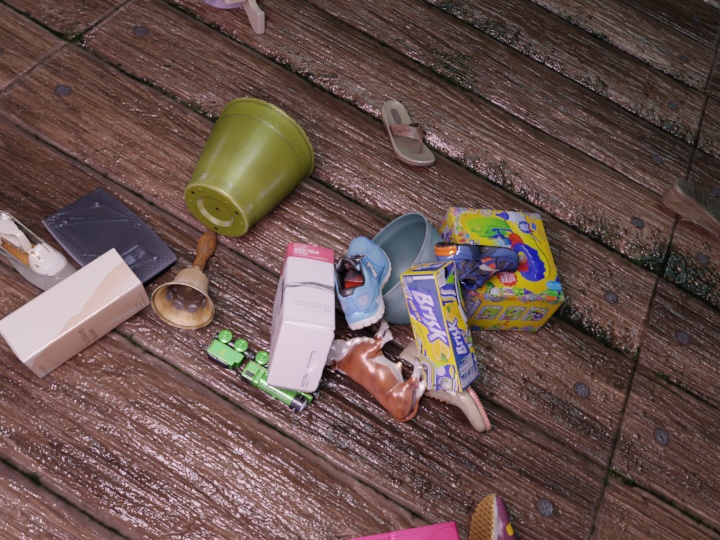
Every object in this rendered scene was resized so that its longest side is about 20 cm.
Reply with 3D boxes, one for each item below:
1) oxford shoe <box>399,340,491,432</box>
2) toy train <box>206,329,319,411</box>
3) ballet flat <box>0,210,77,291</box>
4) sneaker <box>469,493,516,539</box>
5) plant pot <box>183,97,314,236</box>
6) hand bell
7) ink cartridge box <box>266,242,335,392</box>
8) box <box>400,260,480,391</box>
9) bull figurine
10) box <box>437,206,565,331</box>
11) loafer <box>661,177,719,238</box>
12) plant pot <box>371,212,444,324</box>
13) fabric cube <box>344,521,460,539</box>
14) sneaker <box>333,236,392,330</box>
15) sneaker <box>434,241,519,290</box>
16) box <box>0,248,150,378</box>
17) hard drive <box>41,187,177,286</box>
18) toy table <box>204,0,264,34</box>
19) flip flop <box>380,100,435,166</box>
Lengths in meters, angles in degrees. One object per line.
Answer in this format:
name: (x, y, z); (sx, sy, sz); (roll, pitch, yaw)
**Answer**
oxford shoe: (0.146, 0.204, 1.221); (0.074, 0.071, 0.200); (-36, 72, -6)
toy train: (-0.161, 0.165, 1.156); (0.200, 0.042, 0.056); (30, 63, 4)
ballet flat: (-0.540, -0.030, 1.154); (0.200, 0.064, 0.067); (34, 53, 7)
sneaker: (0.222, 0.443, 1.070); (0.090, 0.075, 0.201); (13, 59, -18)
plant pot: (-0.215, -0.171, 1.278); (0.200, 0.201, 0.193); (28, 57, 3)
hand bell: (-0.281, -0.005, 1.222); (0.104, 0.104, 0.200); (14, 41, -7)
ink cartridge box: (-0.095, 0.073, 1.140); (0.084, 0.146, 0.200); (9, 36, -12)
box: (0.127, 0.088, 1.128); (0.064, 0.070, 0.201); (-29, 110, -48)
bull figurine: (0.030, 0.159, 1.187); (0.200, 0.121, 0.065); (42, 11, 4)
box: (0.254, 0.000, 1.349); (0.192, 0.122, 0.201); (2, 56, -15)
loafer: (0.786, -0.141, 1.652); (0.200, 0.067, 0.076); (36, 55, -11)
plant pot: (0.090, 0.017, 1.259); (0.134, 0.200, 0.201); (39, 49, -23)
fabric cube: (0.033, 0.461, 0.913); (0.199, 0.196, 0.200); (-3, 57, -20)
sneaker: (0.000, 0.000, 1.146); (0.078, 0.090, 0.200); (-21, 33, 15)
sneaker: (0.196, -0.005, 1.207); (0.199, 0.075, 0.079); (2, 95, -39)
box: (-0.432, 0.065, 1.080); (0.200, 0.095, 0.078); (-38, 76, -19)
hard drive: (-0.427, -0.043, 1.212); (0.200, 0.042, 0.135); (41, 54, 11)
toy table: (-0.261, -0.647, 1.614); (0.200, 0.184, 0.117); (-34, 54, -24)
flip flop: (0.103, -0.307, 1.552); (0.081, 0.058, 0.201); (-9, 59, -23)
